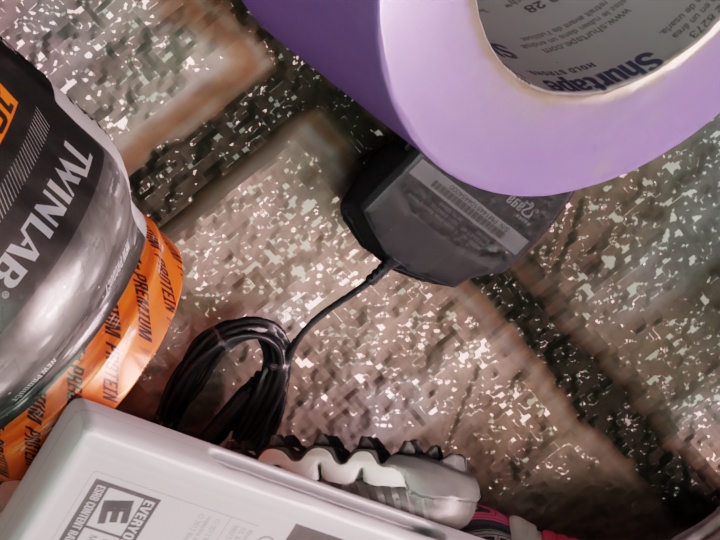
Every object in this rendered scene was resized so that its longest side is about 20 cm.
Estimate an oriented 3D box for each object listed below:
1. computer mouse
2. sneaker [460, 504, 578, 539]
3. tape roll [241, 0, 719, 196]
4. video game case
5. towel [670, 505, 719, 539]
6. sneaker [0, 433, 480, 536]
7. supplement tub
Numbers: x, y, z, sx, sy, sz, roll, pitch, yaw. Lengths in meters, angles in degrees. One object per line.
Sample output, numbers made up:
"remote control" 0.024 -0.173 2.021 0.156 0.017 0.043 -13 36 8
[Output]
"computer mouse" 0.000 0.000 1.000 0.200 0.034 0.059 -42 118 16
"sneaker" 0.014 0.172 1.061 0.075 0.081 0.200 21 102 -4
"tape roll" 0.059 -0.128 0.872 0.200 0.085 0.200 -25 136 -27
"video game case" -0.060 0.148 0.951 0.182 0.023 0.200 22 111 -29
"towel" 0.071 0.182 1.025 0.032 0.200 0.191 27 110 21
"sneaker" -0.057 0.103 0.981 0.200 0.066 0.091 -6 87 6
"supplement tub" -0.156 -0.031 0.894 0.123 0.123 0.200 -44 117 10
